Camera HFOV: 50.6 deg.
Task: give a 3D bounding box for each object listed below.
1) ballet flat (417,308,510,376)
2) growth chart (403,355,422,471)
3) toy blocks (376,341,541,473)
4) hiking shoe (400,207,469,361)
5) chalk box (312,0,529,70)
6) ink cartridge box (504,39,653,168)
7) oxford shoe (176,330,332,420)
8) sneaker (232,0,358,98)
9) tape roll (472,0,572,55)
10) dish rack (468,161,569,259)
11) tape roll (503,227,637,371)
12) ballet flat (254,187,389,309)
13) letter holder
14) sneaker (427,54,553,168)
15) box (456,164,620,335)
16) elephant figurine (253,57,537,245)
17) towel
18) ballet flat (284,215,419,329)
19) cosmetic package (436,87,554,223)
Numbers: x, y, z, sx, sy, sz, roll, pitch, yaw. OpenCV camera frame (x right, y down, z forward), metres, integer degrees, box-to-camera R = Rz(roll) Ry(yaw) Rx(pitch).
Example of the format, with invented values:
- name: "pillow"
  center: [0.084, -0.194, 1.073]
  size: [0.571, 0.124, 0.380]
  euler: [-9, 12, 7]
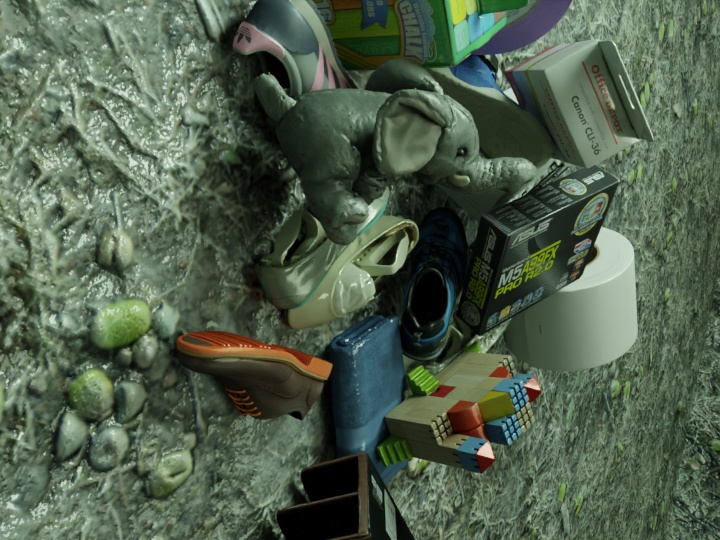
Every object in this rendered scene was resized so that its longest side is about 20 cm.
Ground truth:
- name: "ballet flat"
  center: [0.137, 0.088, 0.998]
  size: [0.200, 0.072, 0.072]
  euler: [-47, 132, -40]
- name: "growth chart"
  center: [0.078, 0.151, 0.996]
  size: [0.145, 0.018, 0.201]
  euler: [-40, 128, -43]
- name: "toy blocks"
  center: [0.129, 0.154, 0.856]
  size: [0.200, 0.136, 0.100]
  euler: [-32, 109, -37]
- name: "hiking shoe"
  center: [0.093, 0.006, 0.903]
  size: [0.087, 0.074, 0.201]
  euler: [91, 9, -65]
- name: "chalk box"
  center: [0.059, -0.270, 0.726]
  size: [0.124, 0.199, 0.125]
  euler: [-45, 130, -41]
- name: "ink cartridge box"
  center: [0.232, -0.181, 0.832]
  size: [0.117, 0.067, 0.200]
  euler: [61, 3, -13]
- name: "oxford shoe"
  center: [-0.095, 0.102, 0.696]
  size: [0.200, 0.071, 0.073]
  euler: [25, 81, -54]
- name: "sneaker"
  center: [-0.053, -0.169, 0.721]
  size: [0.082, 0.070, 0.200]
  euler: [-46, 136, -11]
- name: "tape roll"
  center: [0.133, -0.333, 0.813]
  size: [0.200, 0.199, 0.066]
  euler: [59, 34, -42]
- name: "dish rack"
  center: [0.198, -0.058, 0.982]
  size: [0.153, 0.055, 0.200]
  euler: [-41, 174, -15]
- name: "tape roll"
  center: [0.307, 0.035, 1.141]
  size: [0.203, 0.202, 0.140]
  euler: [-42, 129, -43]
- name: "ballet flat"
  center: [-0.034, -0.046, 0.757]
  size: [0.200, 0.067, 0.064]
  euler: [-53, 127, -36]
- name: "letter holder"
  center: [-0.025, 0.310, 0.826]
  size: [0.101, 0.142, 0.200]
  euler: [-91, 162, -51]
- name: "sneaker"
  center: [0.152, -0.205, 0.897]
  size: [0.111, 0.200, 0.077]
  euler: [-48, 166, -41]
- name: "box"
  center: [0.212, -0.026, 0.918]
  size: [0.200, 0.044, 0.161]
  euler: [-25, 141, -32]
- name: "elephant figurine"
  center: [0.038, -0.121, 0.679]
  size: [0.155, 0.199, 0.142]
  euler: [52, 14, -68]
- name: "towel"
  center: [0.008, 0.156, 0.871]
  size: [0.112, 0.048, 0.201]
  euler: [-28, 119, -50]
- name: "ballet flat"
  center: [0.000, 0.000, 0.811]
  size: [0.200, 0.069, 0.070]
  euler: [-45, 131, -41]
- name: "cosmetic package"
  center: [0.178, -0.154, 0.982]
  size: [0.200, 0.113, 0.081]
  euler: [-34, 163, -44]
